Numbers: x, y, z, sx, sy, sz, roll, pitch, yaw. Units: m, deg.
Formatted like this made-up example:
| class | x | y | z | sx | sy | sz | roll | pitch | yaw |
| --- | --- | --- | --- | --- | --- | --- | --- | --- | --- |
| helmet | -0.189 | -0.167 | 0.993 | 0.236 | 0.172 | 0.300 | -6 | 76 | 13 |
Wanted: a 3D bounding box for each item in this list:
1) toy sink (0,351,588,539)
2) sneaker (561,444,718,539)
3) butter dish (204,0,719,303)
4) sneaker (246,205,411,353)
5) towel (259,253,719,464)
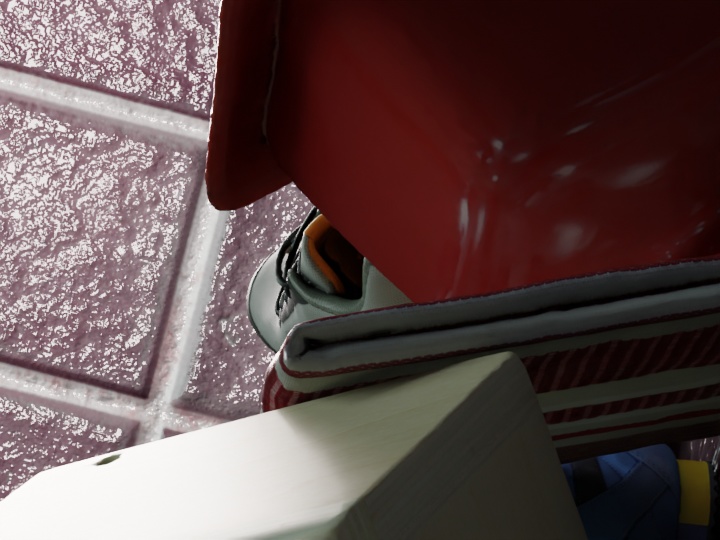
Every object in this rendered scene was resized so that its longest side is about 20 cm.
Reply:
| class | x | y | z | sx | sy | sz | roll | pitch | yaw |
| --- | --- | --- | --- | --- | --- | --- | --- | --- | --- |
| toy sink | -0.004 | 0.137 | 0.591 | 0.112 | 0.130 | 0.201 | -37 | -72 | -61 |
| sneaker | 0.057 | 0.103 | 0.763 | 0.200 | 0.078 | 0.066 | -78 | 4 | -65 |
| butter dish | 0.070 | -0.052 | 0.758 | 0.199 | 0.148 | 0.200 | -30 | -14 | -15 |
| sneaker | 0.000 | 0.000 | 1.033 | 0.200 | 0.079 | 0.074 | -3 | 62 | 66 |
| towel | 0.044 | 0.026 | 0.692 | 0.200 | 0.143 | 0.023 | 104 | 155 | -76 |
